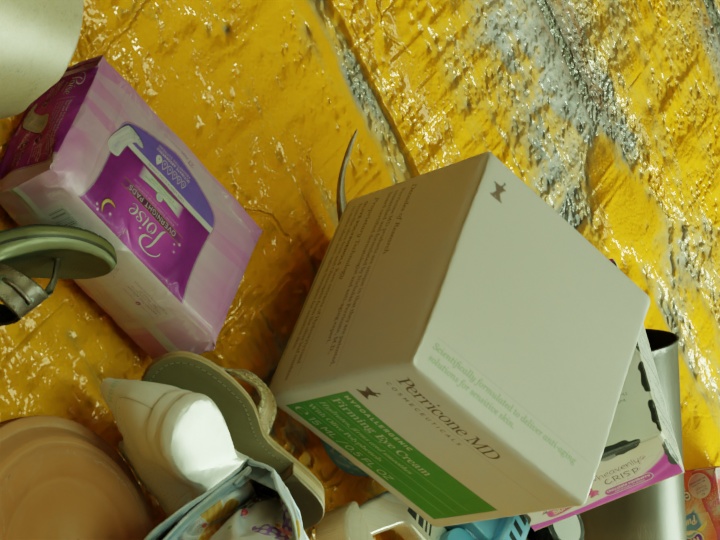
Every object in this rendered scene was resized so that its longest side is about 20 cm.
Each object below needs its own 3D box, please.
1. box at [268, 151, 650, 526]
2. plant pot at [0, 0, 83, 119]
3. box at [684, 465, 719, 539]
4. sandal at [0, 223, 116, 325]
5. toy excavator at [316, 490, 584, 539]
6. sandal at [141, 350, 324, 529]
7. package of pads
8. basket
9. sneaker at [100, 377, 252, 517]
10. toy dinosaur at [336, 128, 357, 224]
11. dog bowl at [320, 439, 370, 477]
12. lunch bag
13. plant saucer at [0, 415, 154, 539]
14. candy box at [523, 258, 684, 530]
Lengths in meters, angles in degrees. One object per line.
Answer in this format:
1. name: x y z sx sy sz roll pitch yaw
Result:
1. box: 0.078 0.057 1.510 0.199 0.171 0.200 40 54 -27
2. plant pot: -0.272 -0.173 1.215 0.183 0.200 0.201 15 68 -61
3. box: 0.360 0.241 1.976 0.200 0.102 0.095 2 78 -54
4. sandal: -0.245 0.009 1.273 0.201 0.080 0.057 -9 82 -44
5. toy excavator: 0.064 0.216 1.618 0.200 0.100 0.195 47 43 -16
6. sandal: -0.094 0.107 1.462 0.212 0.078 0.070 52 23 -38
7. package of pads: -0.161 -0.039 1.396 0.200 0.076 0.121 49 43 -33
8. basket: 0.227 0.163 1.796 0.136 0.180 0.200 -8 96 -11
9. sneaker: -0.126 0.139 1.397 0.075 0.088 0.200 -52 146 -29
10. toy dinosaur: 0.000 0.000 1.625 0.106 0.060 0.200 -75 147 -50
11. dog bowl: 0.037 0.117 1.632 0.200 0.050 0.112 2 78 -52
12. lunch bag: -0.086 0.249 1.334 0.170 0.127 0.200 72 35 -55
13. plant saucer: -0.201 0.194 1.312 0.200 0.032 0.201 19 65 -48
14. candy box: 0.177 0.100 1.647 0.061 0.136 0.200 53 20 -41
